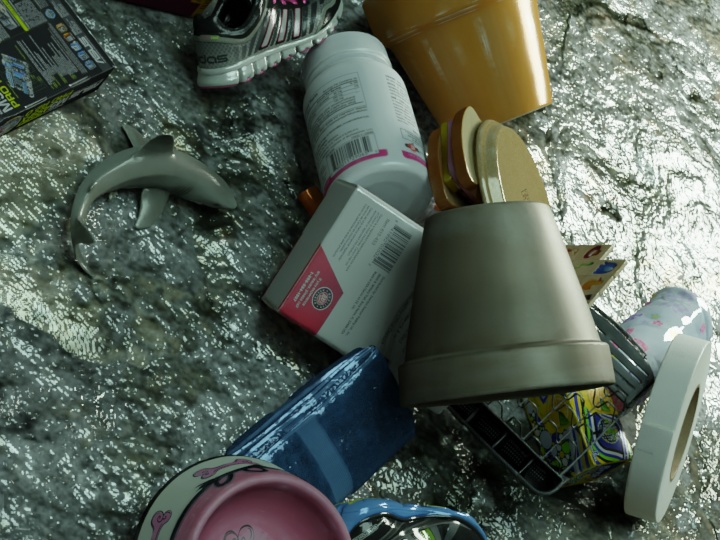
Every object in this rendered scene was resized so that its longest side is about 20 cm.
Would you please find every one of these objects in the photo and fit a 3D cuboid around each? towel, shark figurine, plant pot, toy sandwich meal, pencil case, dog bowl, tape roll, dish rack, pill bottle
[{"bbox_3d":[-0.035,0.162,1.539,0.200,0.048,0.112,-38,109,-33],"label":"towel"},{"bbox_3d":[-0.211,-0.091,1.578,0.214,0.089,0.128,-28,80,-47],"label":"shark figurine"},{"bbox_3d":[0.127,-0.251,1.884,0.200,0.200,0.184,-25,94,-44],"label":"plant pot"},{"bbox_3d":[0.138,-0.065,1.730,0.205,0.070,0.206,48,33,-46],"label":"toy sandwich meal"},{"bbox_3d":[0.313,0.089,1.867,0.200,0.091,0.083,-33,120,-45],"label":"pencil case"},{"bbox_3d":[-0.090,0.255,1.414,0.200,0.074,0.201,5,80,-31],"label":"dog bowl"},{"bbox_3d":[0.126,0.032,1.546,0.200,0.200,0.174,0,80,-38],"label":"plant pot"},{"bbox_3d":[0.324,0.165,1.763,0.037,0.203,0.203,16,43,17],"label":"tape roll"},{"bbox_3d":[0.198,0.120,1.707,0.200,0.055,0.153,-42,76,-14],"label":"dish rack"},{"bbox_3d":[0.002,-0.146,1.750,0.113,0.113,0.200,13,47,-32],"label":"pill bottle"}]

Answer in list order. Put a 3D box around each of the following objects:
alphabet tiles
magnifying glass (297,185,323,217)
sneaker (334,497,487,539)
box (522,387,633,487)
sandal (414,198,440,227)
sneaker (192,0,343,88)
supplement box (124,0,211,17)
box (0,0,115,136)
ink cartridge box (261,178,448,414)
[{"bbox_3d":[0.179,0.025,1.756,0.200,0.167,0.008,-43,121,-42],"label":"alphabet tiles"},{"bbox_3d":[0.000,0.000,1.729,0.080,0.022,0.200,-30,82,-45],"label":"magnifying glass"},{"bbox_3d":[0.043,0.258,1.557,0.199,0.071,0.083,15,69,-47],"label":"sneaker"},{"bbox_3d":[0.214,0.123,1.782,0.064,0.070,0.200,-4,66,-38],"label":"box"},{"bbox_3d":[0.107,-0.066,1.823,0.079,0.059,0.207,28,35,14],"label":"sandal"},{"bbox_3d":[-0.098,-0.266,1.746,0.200,0.074,0.088,-35,125,-30],"label":"sneaker"},{"bbox_3d":[-0.230,-0.338,1.702,0.200,0.110,0.086,8,59,-34],"label":"supplement box"},{"bbox_3d":[-0.352,-0.234,1.588,0.200,0.044,0.160,52,45,2],"label":"box"},{"bbox_3d":[0.028,0.025,1.644,0.200,0.084,0.145,33,89,-17],"label":"ink cartridge box"}]
